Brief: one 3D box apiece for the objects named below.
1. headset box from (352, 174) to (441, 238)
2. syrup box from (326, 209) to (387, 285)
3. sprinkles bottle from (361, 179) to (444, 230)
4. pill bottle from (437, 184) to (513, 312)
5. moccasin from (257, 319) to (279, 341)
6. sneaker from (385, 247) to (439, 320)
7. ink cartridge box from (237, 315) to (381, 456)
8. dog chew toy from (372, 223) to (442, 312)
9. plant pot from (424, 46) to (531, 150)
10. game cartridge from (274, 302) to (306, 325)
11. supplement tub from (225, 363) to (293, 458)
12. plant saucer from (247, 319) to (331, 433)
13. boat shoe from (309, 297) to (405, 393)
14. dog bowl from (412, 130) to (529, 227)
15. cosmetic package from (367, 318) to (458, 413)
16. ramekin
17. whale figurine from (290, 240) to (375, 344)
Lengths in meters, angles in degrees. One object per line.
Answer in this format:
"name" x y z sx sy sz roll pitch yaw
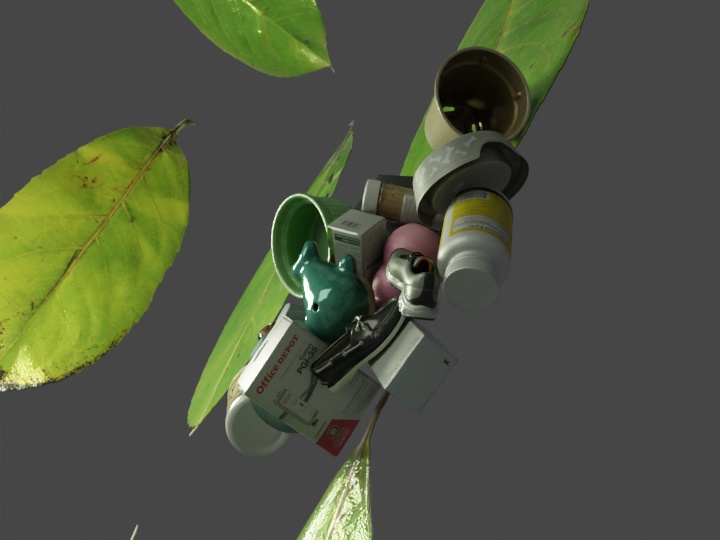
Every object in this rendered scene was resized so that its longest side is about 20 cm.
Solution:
"headset box" 0.066 -0.097 1.477 0.198 0.093 0.175 10 59 48
"syrup box" 0.000 0.000 1.344 0.078 0.203 0.081 16 36 31
"sprinkles bottle" 0.102 -0.114 1.343 0.068 0.196 0.070 11 -90 -87
"pill bottle" 0.174 -0.033 1.117 0.111 0.111 0.201 -42 18 36
"moccasin" -0.124 0.189 1.416 0.077 0.204 0.073 -28 4 -22
"sneaker" 0.088 0.004 1.144 0.201 0.072 0.081 -110 30 -66
"ink cartridge box" -0.088 0.195 1.251 0.148 0.199 0.083 -55 16 -7
"dog chew toy" 0.077 0.023 1.295 0.203 0.123 0.124 -64 16 -3
"plant pot" 0.218 -0.319 1.501 0.202 0.199 0.183 -58 4 -16
"game cartridge" -0.113 0.170 1.362 0.041 0.131 0.204 -15 62 65
"supplement tub" -0.208 0.283 1.539 0.145 0.144 0.200 -52 15 6
"plant saucer" -0.105 0.191 1.318 0.203 0.200 0.039 -58 22 -16
"boat shoe" -0.002 0.109 1.167 0.200 0.060 0.074 -47 12 22
"dog bowl" 0.175 -0.150 1.212 0.200 0.198 0.059 -43 57 36
"cosmetic package" 0.070 0.132 1.155 0.102 0.071 0.200 -53 15 2
"ramekin" -0.082 -0.050 1.445 0.198 0.096 0.204 8 100 50
"whale figurine" -0.064 0.036 1.275 0.103 0.201 0.160 -1 -46 -50
